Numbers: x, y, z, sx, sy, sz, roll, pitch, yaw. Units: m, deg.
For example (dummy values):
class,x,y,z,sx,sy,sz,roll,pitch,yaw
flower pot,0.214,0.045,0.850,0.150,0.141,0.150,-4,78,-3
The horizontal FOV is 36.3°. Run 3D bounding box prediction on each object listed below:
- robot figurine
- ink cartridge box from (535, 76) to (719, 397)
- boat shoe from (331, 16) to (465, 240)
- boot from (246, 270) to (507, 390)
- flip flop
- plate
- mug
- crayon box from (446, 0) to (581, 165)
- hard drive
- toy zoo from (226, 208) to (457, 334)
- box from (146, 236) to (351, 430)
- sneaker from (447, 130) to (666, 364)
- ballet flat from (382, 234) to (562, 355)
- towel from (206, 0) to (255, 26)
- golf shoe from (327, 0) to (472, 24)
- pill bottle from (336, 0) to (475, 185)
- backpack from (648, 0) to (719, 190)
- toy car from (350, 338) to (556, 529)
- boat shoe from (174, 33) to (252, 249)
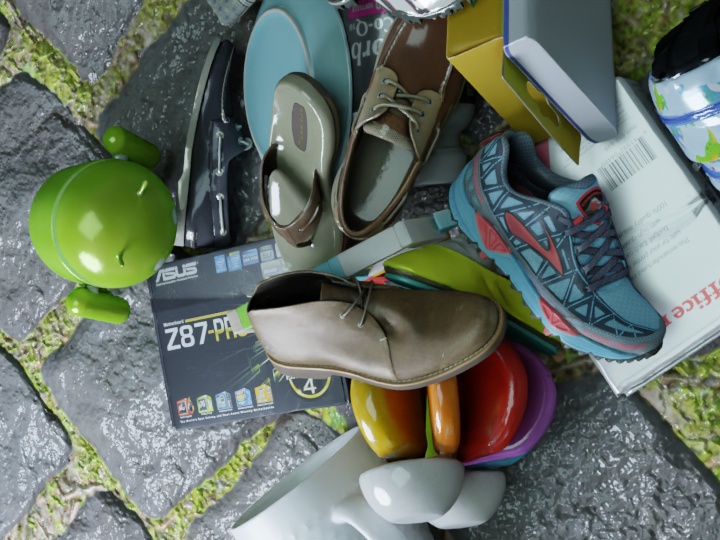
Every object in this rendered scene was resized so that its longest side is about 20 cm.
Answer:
class,x,y,z,sx,sy,sz,roll,pitch,yaw
robot figurine,-0.243,-0.044,1.032,0.199,0.114,0.179,3,79,60
ink cartridge box,0.213,-0.026,0.867,0.145,0.084,0.202,-37,77,23
boat shoe,0.031,-0.113,0.830,0.074,0.072,0.203,18,105,1
boot,0.006,0.037,0.796,0.196,0.076,0.075,-5,50,24
flip flop,-0.054,-0.067,0.908,0.080,0.058,0.202,27,139,23
plate,-0.065,-0.159,0.960,0.199,0.025,0.205,16,109,58
mug,0.002,0.246,0.939,0.177,0.147,0.200,53,156,1
crayon box,0.117,-0.188,0.826,0.050,0.127,0.204,-15,56,32
hard drive,0.147,-0.212,0.807,0.025,0.131,0.204,-16,56,35
toy zoo,0.000,0.000,0.905,0.198,0.131,0.021,-27,81,17
box,-0.102,0.058,1.044,0.197,0.049,0.165,-11,87,25
sneaker,0.149,-0.021,0.794,0.200,0.079,0.096,45,134,16
ballet flat,0.099,0.007,0.880,0.066,0.198,0.068,12,79,55
towel,-0.100,-0.352,0.997,0.192,0.034,0.202,-43,61,25
golf shoe,0.012,-0.232,0.788,0.197,0.088,0.078,12,74,39
pill bottle,0.038,-0.172,0.919,0.114,0.116,0.205,-4,93,25
backpack,0.278,-0.137,0.763,0.161,0.199,0.157,-21,87,24
toy car,0.081,0.107,0.881,0.148,0.199,0.178,-18,67,24
boat shoe,-0.135,-0.119,1.045,0.061,0.073,0.204,10,100,-7
